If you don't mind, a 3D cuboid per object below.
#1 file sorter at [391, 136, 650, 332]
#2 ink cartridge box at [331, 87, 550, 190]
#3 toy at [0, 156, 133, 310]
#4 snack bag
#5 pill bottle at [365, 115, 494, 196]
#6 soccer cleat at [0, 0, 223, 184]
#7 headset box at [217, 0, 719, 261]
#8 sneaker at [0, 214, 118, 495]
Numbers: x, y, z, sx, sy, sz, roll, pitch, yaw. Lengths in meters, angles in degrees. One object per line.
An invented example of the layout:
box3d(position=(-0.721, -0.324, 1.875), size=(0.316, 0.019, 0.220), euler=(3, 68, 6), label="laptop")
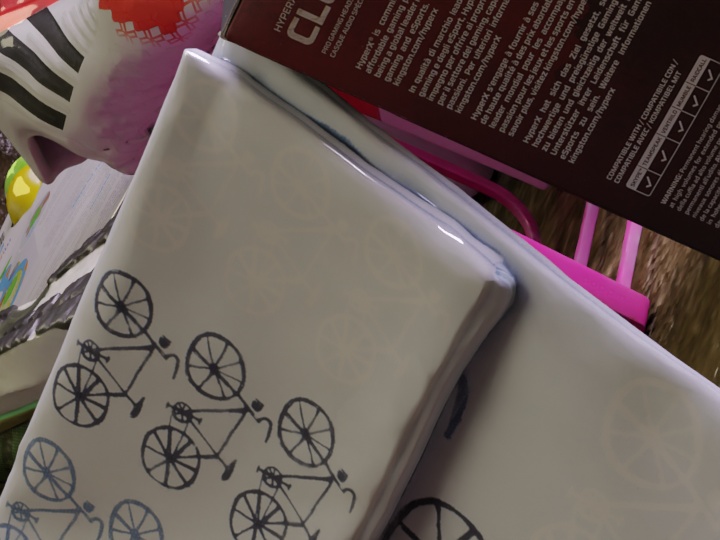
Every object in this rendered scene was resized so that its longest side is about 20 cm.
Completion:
box3d(position=(0.000, 0.000, 1.006), size=(0.200, 0.138, 0.126), euler=(-55, 14, 47), label="file sorter")
box3d(position=(0.049, -0.137, 1.014), size=(0.200, 0.146, 0.083), euler=(125, 162, -48), label="ink cartridge box")
box3d(position=(-0.115, -0.006, 1.215), size=(0.116, 0.047, 0.200), euler=(-61, 19, 10), label="toy")
box3d(position=(0.003, 0.066, 0.760), size=(0.021, 0.200, 0.189), euler=(-31, -27, -54), label="snack bag")
box3d(position=(0.029, -0.136, 1.191), size=(0.112, 0.112, 0.201), euler=(147, 144, -70), label="pill bottle")
box3d(position=(-0.074, -0.077, 1.022), size=(0.069, 0.086, 0.200), euler=(-36, 16, -35), label="soccer cleat")
box3d(position=(0.049, -0.087, 0.785), size=(0.075, 0.199, 0.149), euler=(-62, 13, 23), label="headset box")
box3d(position=(-0.092, 0.055, 0.951), size=(0.200, 0.089, 0.077), euler=(-34, 15, 52), label="sneaker")
